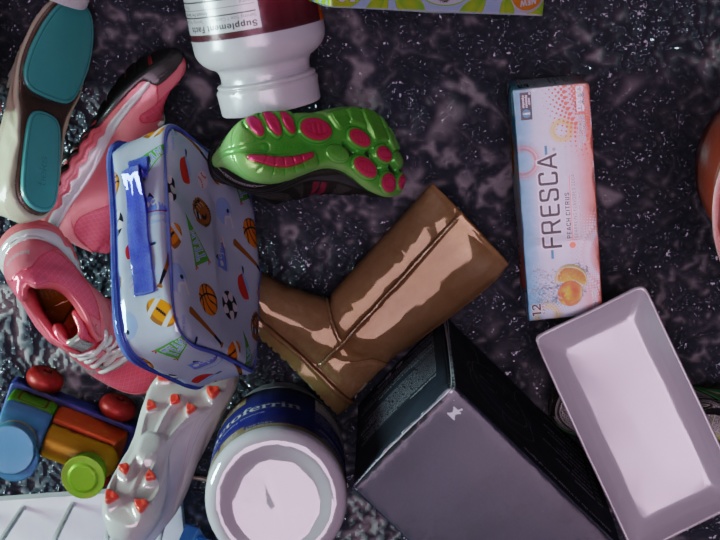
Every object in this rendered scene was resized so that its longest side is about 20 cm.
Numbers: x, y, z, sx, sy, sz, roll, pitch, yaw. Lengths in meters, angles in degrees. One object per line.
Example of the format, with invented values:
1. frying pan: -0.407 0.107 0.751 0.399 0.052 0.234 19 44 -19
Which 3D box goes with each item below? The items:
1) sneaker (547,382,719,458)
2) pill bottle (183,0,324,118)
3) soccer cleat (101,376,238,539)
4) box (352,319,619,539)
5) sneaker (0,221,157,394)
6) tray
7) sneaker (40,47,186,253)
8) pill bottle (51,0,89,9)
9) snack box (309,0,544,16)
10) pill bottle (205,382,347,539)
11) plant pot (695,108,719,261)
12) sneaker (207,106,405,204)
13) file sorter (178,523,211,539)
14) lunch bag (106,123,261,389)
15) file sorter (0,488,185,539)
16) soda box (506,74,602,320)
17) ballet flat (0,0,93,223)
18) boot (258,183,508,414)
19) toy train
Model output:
1. sneaker: 0.262 0.126 1.362 0.197 0.085 0.079 7 103 -1
2. pill bottle: -0.090 -0.232 1.266 0.111 0.113 0.203 -10 104 2
3. soccer cleat: -0.163 0.149 1.329 0.069 0.201 0.078 18 144 15
4. box: 0.103 0.172 1.316 0.200 0.197 0.124 44 99 -9
5. sneaker: -0.236 0.052 1.318 0.073 0.087 0.200 -35 124 9
6. tray: 0.234 0.125 1.314 0.106 0.022 0.202 -25 87 0
7. sneaker: -0.196 -0.100 1.328 0.086 0.074 0.201 34 108 -18
8. pill bottle: -0.221 -0.320 1.247 0.109 0.110 0.202 25 102 -6
9. snack box: 0.059 -0.280 1.246 0.198 0.053 0.144 -3 106 -27
10. pill bottle: -0.069 0.164 1.311 0.114 0.200 0.117 0 100 -2
11. plant pot: 0.363 -0.070 1.260 0.198 0.195 0.204 0 104 0
12. sneaker: -0.043 -0.095 1.292 0.198 0.083 0.078 5 76 -41
13. file sorter: -0.098 0.335 1.318 0.121 0.201 0.140 13 60 22
14. lunch bag: -0.146 -0.014 1.252 0.075 0.160 0.203 -15 69 22
15. file sorter: -0.257 0.283 1.380 0.197 0.125 0.141 -4 103 2
16. soda box: 0.166 -0.062 1.330 0.067 0.064 0.203 -5 102 1
17. ballet flat: -0.275 -0.135 1.297 0.069 0.070 0.203 11 70 -3
18. boot: 0.000 0.000 1.349 0.200 0.066 0.175 -44 103 7
19. toy train: -0.227 0.164 1.355 0.198 0.116 0.086 22 103 -5
